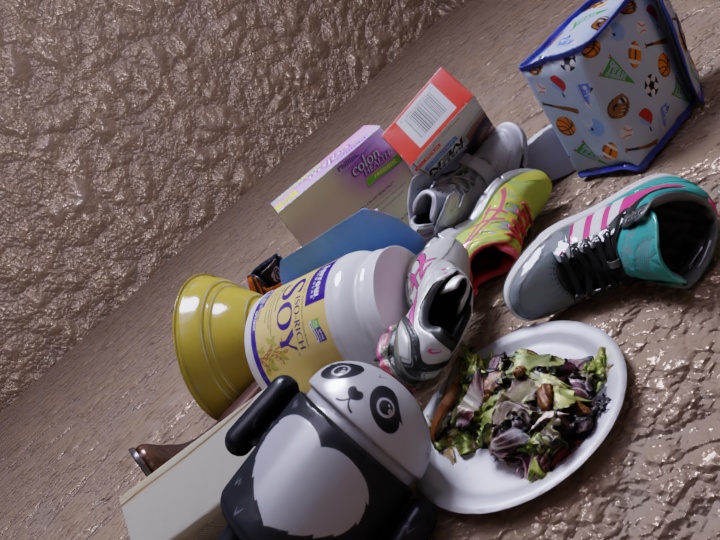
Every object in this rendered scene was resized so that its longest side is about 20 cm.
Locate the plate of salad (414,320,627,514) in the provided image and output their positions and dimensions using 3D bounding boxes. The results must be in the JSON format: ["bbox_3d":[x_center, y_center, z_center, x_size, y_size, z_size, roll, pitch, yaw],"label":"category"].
[{"bbox_3d":[0.118,0.105,0.526,0.198,0.048,0.201,-34,19,13],"label":"plate of salad"}]

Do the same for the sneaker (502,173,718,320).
[{"bbox_3d":[0.222,-0.010,0.554,0.198,0.084,0.121,-35,9,6],"label":"sneaker"}]

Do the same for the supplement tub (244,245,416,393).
[{"bbox_3d":[-0.020,0.065,0.720,0.198,0.146,0.146,-24,23,37],"label":"supplement tub"}]

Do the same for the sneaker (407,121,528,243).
[{"bbox_3d":[0.130,-0.105,0.797,0.075,0.114,0.202,37,99,37],"label":"sneaker"}]

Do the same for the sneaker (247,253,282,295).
[{"bbox_3d":[-0.099,0.044,0.908,0.197,0.114,0.077,13,44,41],"label":"sneaker"}]

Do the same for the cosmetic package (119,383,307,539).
[{"bbox_3d":[-0.123,0.204,0.634,0.199,0.104,0.074,-37,59,4],"label":"cosmetic package"}]

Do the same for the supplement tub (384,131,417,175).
[{"bbox_3d":[0.031,-0.169,1.170,0.145,0.145,0.199,-47,21,-27],"label":"supplement tub"}]

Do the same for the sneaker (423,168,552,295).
[{"bbox_3d":[0.164,-0.038,0.749,0.200,0.079,0.090,-43,39,-11],"label":"sneaker"}]

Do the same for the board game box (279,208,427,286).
[{"bbox_3d":[0.000,0.000,0.808,0.198,0.158,0.039,-29,30,25],"label":"board game box"}]

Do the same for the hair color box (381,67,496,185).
[{"bbox_3d":[0.118,-0.169,0.846,0.111,0.064,0.199,-47,-21,13],"label":"hair color box"}]

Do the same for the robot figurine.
[{"bbox_3d":[-0.031,0.168,0.506,0.201,0.150,0.125,-50,13,-10],"label":"robot figurine"}]

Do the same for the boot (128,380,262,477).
[{"bbox_3d":[-0.153,0.171,0.743,0.199,0.064,0.187,-41,-20,-13],"label":"boot"}]

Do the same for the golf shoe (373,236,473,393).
[{"bbox_3d":[0.083,0.028,0.619,0.092,0.072,0.201,-42,15,40],"label":"golf shoe"}]

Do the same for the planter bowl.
[{"bbox_3d":[-0.153,0.092,0.848,0.082,0.203,0.201,-15,25,18],"label":"planter bowl"}]

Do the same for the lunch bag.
[{"bbox_3d":[0.316,-0.241,0.760,0.200,0.171,0.123,-44,23,-19],"label":"lunch bag"}]

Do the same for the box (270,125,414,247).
[{"bbox_3d":[0.005,-0.063,0.887,0.175,0.201,0.097,-39,19,-3],"label":"box"}]

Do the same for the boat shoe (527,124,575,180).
[{"bbox_3d":[0.223,-0.139,0.865,0.199,0.069,0.057,-36,18,14],"label":"boat shoe"}]
